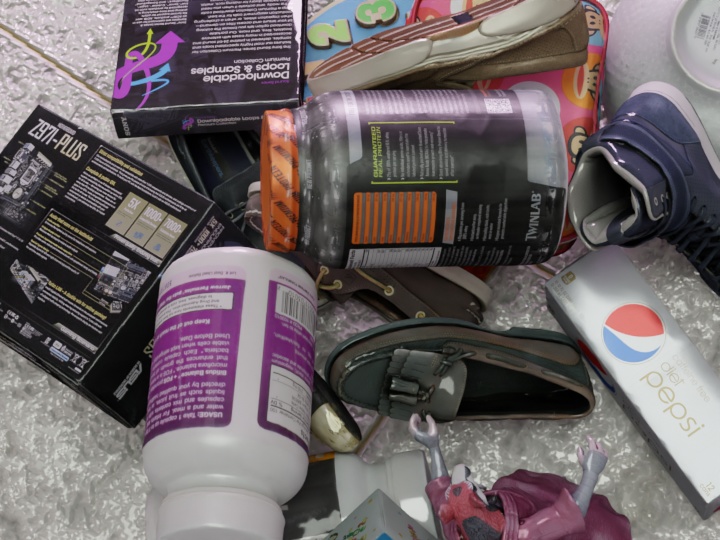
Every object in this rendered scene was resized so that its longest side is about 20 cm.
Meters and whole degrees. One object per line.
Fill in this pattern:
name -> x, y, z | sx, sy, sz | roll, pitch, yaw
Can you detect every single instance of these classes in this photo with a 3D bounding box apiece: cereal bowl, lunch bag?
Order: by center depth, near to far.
lunch bag -> 0.089, -0.114, 1.525 | 0.176, 0.082, 0.200 | 8, 81, 0
cereal bowl -> 0.278, -0.160, 1.546 | 0.200, 0.083, 0.200 | -2, 74, 6

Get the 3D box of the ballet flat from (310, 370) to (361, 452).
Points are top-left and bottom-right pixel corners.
ballet flat -> -0.066, 0.082, 1.499 | 0.057, 0.066, 0.200 | -45, 46, -9

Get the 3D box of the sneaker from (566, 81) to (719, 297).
sneaker -> 0.227, -0.023, 1.461 | 0.077, 0.146, 0.202 | -35, 93, 37

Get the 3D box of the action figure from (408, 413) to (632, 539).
action figure -> 0.100, 0.179, 1.407 | 0.134, 0.200, 0.149 | 7, 86, 32

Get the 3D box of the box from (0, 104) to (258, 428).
box -> -0.204, -0.005, 1.523 | 0.200, 0.086, 0.164 | 28, 78, 34

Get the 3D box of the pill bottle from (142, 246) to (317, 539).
pill bottle -> -0.088, 0.095, 1.389 | 0.112, 0.112, 0.200 | 0, 62, 7

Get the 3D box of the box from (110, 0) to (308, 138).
box -> -0.113, -0.186, 1.586 | 0.143, 0.036, 0.200 | -3, 48, 5

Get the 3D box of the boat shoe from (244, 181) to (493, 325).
boat shoe -> 0.000, 0.000, 1.511 | 0.200, 0.072, 0.060 | 27, 74, -12

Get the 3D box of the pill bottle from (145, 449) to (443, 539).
pill bottle -> -0.044, 0.190, 1.458 | 0.200, 0.116, 0.117 | -11, 72, 3

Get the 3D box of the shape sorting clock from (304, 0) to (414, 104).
shape sorting clock -> 0.029, -0.129, 1.588 | 0.200, 0.039, 0.200 | -2, 73, 6

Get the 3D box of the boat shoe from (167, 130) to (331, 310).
boat shoe -> -0.084, -0.053, 1.563 | 0.075, 0.062, 0.200 | -30, 72, -13

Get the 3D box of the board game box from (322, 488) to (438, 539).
board game box -> -0.003, 0.269, 1.394 | 0.148, 0.064, 0.200 | 41, 103, -16

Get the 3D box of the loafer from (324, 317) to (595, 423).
loafer -> 0.076, 0.077, 1.462 | 0.200, 0.072, 0.063 | -1, 35, -23

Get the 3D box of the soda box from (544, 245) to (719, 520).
soda box -> 0.215, 0.077, 1.488 | 0.064, 0.068, 0.200 | -35, 72, -4

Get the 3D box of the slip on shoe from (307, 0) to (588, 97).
slip on shoe -> 0.064, -0.147, 1.459 | 0.200, 0.076, 0.061 | -20, 108, 2

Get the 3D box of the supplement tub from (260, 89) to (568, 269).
supplement tub -> 0.034, -0.063, 1.410 | 0.200, 0.123, 0.123 | 0, 73, -7
